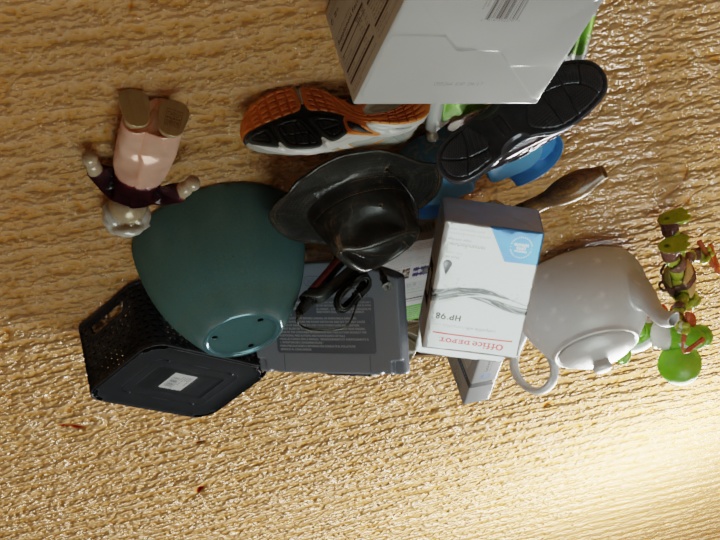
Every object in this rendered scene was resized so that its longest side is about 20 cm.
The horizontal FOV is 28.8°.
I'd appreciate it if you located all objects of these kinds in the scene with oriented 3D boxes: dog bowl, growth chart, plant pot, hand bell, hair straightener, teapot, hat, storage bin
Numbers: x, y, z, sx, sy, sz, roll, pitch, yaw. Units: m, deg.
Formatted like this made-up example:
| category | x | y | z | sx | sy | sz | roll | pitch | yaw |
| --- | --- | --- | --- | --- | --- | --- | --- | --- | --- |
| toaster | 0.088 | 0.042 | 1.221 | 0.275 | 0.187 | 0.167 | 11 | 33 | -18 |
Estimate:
| category | x | y | z | sx | sy | sz | roll | pitch | yaw |
| --- | --- | --- | --- | --- | --- | --- | --- | --- | --- |
| dog bowl | 0.125 | -0.126 | 1.568 | 0.198 | 0.050 | 0.112 | -22 | 151 | 6 |
| growth chart | 0.156 | -0.206 | 1.460 | 0.198 | 0.018 | 0.145 | -23 | 153 | -7 |
| plant pot | -0.147 | 0.015 | 1.571 | 0.197 | 0.136 | 0.201 | -13 | 150 | -8 |
| hand bell | 0.193 | -0.071 | 1.614 | 0.198 | 0.105 | 0.104 | -27 | 150 | 28 |
| hair straightener | 0.000 | 0.000 | 1.585 | 0.200 | 0.076 | 0.041 | -46 | 153 | -27 |
| teapot | 0.304 | 0.071 | 1.891 | 0.194 | 0.148 | 0.201 | -9 | 155 | -6 |
| hat | 0.003 | -0.047 | 1.490 | 0.198 | 0.082 | 0.201 | -14 | 158 | -6 |
| storage bin | -0.228 | 0.099 | 1.713 | 0.135 | 0.095 | 0.199 | -36 | 147 | 30 |

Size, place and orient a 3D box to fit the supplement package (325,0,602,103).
| category | x | y | z | sx | sy | sz | roll | pitch | yaw |
| --- | --- | --- | --- | --- | --- | --- | --- | --- | --- |
| supplement package | 0.092 | -0.243 | 1.282 | 0.197 | 0.112 | 0.156 | -4 | 149 | -25 |

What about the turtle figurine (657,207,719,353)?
| category | x | y | z | sx | sy | sz | roll | pitch | yaw |
| --- | --- | --- | --- | --- | --- | --- | --- | --- | --- |
| turtle figurine | 0.432 | -0.004 | 1.883 | 0.064 | 0.201 | 0.162 | 3 | 137 | 29 |

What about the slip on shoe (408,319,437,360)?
| category | x | y | z | sx | sy | sz | roll | pitch | yaw |
| --- | --- | --- | --- | --- | --- | --- | --- | --- | --- |
| slip on shoe | 0.057 | 0.091 | 1.889 | 0.197 | 0.061 | 0.076 | -1 | 147 | -27 |

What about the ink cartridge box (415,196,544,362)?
| category | x | y | z | sx | sy | sz | roll | pitch | yaw |
| --- | --- | --- | --- | --- | --- | --- | --- | --- | --- |
| ink cartridge box | 0.132 | 0.027 | 1.591 | 0.114 | 0.067 | 0.203 | 7 | 116 | -5 |

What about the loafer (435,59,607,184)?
| category | x | y | z | sx | sy | sz | roll | pitch | yaw |
| --- | --- | --- | --- | --- | --- | --- | --- | --- | --- |
| loafer | 0.168 | -0.155 | 1.476 | 0.198 | 0.072 | 0.063 | -31 | 171 | 5 |

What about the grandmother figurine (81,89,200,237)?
| category | x | y | z | sx | sy | sz | roll | pitch | yaw |
| --- | --- | --- | --- | --- | --- | --- | --- | --- | --- |
| grandmother figurine | -0.222 | -0.099 | 1.420 | 0.120 | 0.061 | 0.200 | 21 | 144 | -9 |

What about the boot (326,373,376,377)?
| category | x | y | z | sx | sy | sz | roll | pitch | yaw |
| --- | --- | --- | --- | --- | --- | --- | --- | --- | --- |
| boot | -0.057 | 0.089 | 1.732 | 0.198 | 0.098 | 0.074 | -9 | 170 | 38 |

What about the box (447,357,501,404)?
| category | x | y | z | sx | sy | sz | roll | pitch | yaw |
| --- | --- | --- | --- | --- | --- | --- | --- | --- | --- |
| box | 0.139 | 0.055 | 1.775 | 0.041 | 0.158 | 0.201 | -10 | 151 | -13 |

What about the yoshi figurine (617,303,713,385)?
| category | x | y | z | sx | sy | sz | roll | pitch | yaw |
| --- | --- | --- | --- | --- | --- | --- | --- | --- | --- |
| yoshi figurine | 0.405 | 0.110 | 1.980 | 0.199 | 0.113 | 0.112 | 7 | 139 | 48 |

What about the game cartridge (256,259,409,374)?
| category | x | y | z | sx | sy | sz | roll | pitch | yaw |
| --- | --- | --- | --- | --- | --- | --- | --- | --- | --- |
| game cartridge | -0.035 | 0.055 | 1.662 | 0.197 | 0.135 | 0.040 | 0 | -170 | 27 |

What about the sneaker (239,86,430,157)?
| category | x | y | z | sx | sy | sz | roll | pitch | yaw |
| --- | --- | --- | --- | --- | --- | --- | --- | --- | --- |
| sneaker | -0.028 | -0.139 | 1.440 | 0.197 | 0.077 | 0.092 | -8 | 154 | -15 |

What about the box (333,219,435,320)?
| category | x | y | z | sx | sy | sz | roll | pitch | yaw |
| --- | --- | --- | --- | --- | --- | --- | --- | --- | --- |
| box | 0.035 | 0.008 | 1.762 | 0.142 | 0.037 | 0.201 | -11 | 149 | -11 |
